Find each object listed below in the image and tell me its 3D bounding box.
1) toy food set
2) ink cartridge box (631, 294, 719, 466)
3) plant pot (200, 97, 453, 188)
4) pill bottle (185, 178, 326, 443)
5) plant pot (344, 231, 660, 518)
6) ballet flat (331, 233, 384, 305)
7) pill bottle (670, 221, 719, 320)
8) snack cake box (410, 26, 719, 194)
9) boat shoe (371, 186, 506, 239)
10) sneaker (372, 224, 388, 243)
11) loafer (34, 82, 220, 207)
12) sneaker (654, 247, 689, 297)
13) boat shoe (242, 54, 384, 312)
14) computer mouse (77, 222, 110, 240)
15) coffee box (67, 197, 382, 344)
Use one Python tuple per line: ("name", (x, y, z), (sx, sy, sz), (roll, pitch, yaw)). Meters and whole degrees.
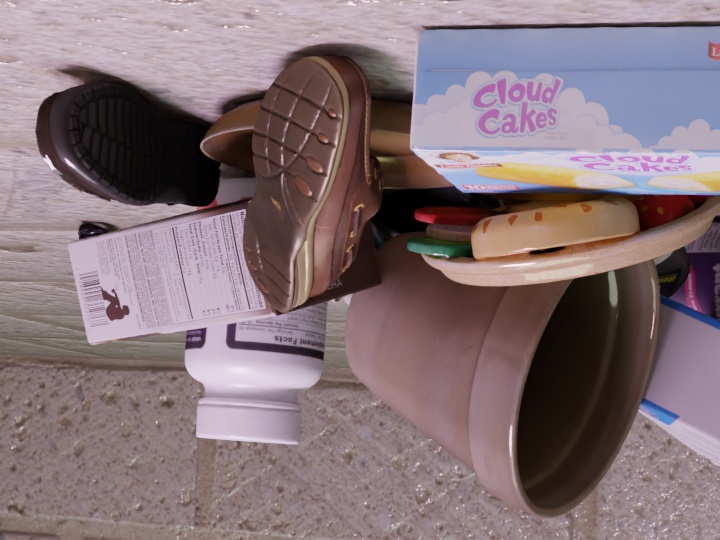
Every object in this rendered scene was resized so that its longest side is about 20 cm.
("toy food set", (0.126, -0.036, 1.033), (0.199, 0.049, 0.197), (-20, -167, -30))
("ink cartridge box", (0.297, 0.108, 1.275), (0.145, 0.085, 0.200), (26, 176, 39))
("plant pot", (-0.007, -0.086, 1.104), (0.198, 0.028, 0.200), (3, 172, 0))
("pill bottle", (-0.082, 0.035, 1.331), (0.110, 0.202, 0.111), (4, 173, 1))
("plant pot", (0.089, 0.052, 1.173), (0.173, 0.202, 0.200), (17, -179, 33))
("ballet flat", (0.000, 0.000, 1.302), (0.067, 0.064, 0.200), (36, -179, 24))
("pill bottle", (0.305, 0.016, 1.376), (0.199, 0.112, 0.111), (-1, 171, 35))
("snack cake box", (0.137, -0.083, 0.888), (0.198, 0.068, 0.115), (2, 173, 18))
("boat shoe", (0.099, -0.036, 1.245), (0.200, 0.072, 0.060), (2, 177, 35))
("sneaker", (0.043, -0.005, 1.467), (0.074, 0.085, 0.200), (2, 172, 12))
("loafer", (-0.161, -0.073, 1.093), (0.071, 0.074, 0.200), (-1, 172, 21))
("sneaker", (0.164, -0.002, 1.302), (0.199, 0.075, 0.085), (-2, 142, 36))
("boat shoe", (-0.022, -0.058, 0.998), (0.067, 0.072, 0.201), (-23, 150, -27))
("computer mouse", (-0.183, -0.021, 1.657), (0.198, 0.044, 0.110), (7, 170, 24))
("coffee box", (-0.097, -0.006, 1.175), (0.199, 0.081, 0.113), (-10, -177, 42))
